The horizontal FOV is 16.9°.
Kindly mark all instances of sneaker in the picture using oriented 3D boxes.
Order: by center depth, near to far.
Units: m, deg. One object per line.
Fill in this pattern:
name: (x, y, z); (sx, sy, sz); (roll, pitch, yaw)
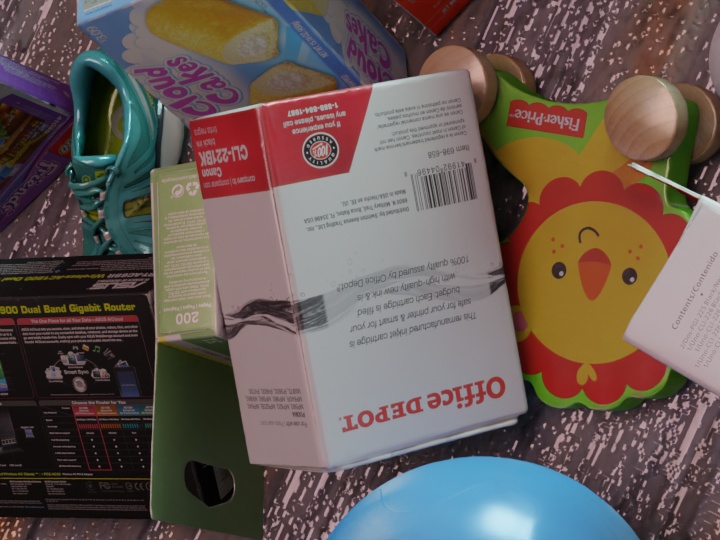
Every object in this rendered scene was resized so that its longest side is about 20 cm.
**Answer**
sneaker: (-0.156, -0.042, 1.510); (0.077, 0.080, 0.201); (-11, 75, 24)

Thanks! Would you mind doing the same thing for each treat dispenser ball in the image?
treat dispenser ball: (0.065, 0.198, 1.279); (0.200, 0.201, 0.202); (-6, 77, 26)

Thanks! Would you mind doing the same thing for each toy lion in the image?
toy lion: (0.118, -0.020, 1.380); (0.199, 0.069, 0.193); (13, 95, 33)

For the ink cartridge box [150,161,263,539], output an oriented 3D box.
ink cartridge box: (-0.070, 0.049, 1.410); (0.048, 0.145, 0.201); (-8, 76, 23)

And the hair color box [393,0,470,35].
hair color box: (-0.006, -0.220, 1.402); (0.064, 0.200, 0.111); (-47, 64, 8)

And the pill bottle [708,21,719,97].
pill bottle: (0.259, -0.078, 1.253); (0.113, 0.112, 0.200); (-48, 31, 10)

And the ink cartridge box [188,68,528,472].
ink cartridge box: (0.000, 0.000, 1.348); (0.084, 0.144, 0.201); (-6, 95, 57)

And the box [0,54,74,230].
box: (-0.273, -0.052, 1.538); (0.200, 0.137, 0.039); (-43, 65, 12)

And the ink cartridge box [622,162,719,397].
ink cartridge box: (0.219, 0.033, 1.235); (0.175, 0.200, 0.084); (31, 95, 28)

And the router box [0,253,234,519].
router box: (-0.181, 0.071, 1.469); (0.199, 0.062, 0.150); (-2, 114, 26)

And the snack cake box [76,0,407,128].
snack cake box: (-0.065, -0.135, 1.411); (0.115, 0.200, 0.067); (-18, 56, 22)
